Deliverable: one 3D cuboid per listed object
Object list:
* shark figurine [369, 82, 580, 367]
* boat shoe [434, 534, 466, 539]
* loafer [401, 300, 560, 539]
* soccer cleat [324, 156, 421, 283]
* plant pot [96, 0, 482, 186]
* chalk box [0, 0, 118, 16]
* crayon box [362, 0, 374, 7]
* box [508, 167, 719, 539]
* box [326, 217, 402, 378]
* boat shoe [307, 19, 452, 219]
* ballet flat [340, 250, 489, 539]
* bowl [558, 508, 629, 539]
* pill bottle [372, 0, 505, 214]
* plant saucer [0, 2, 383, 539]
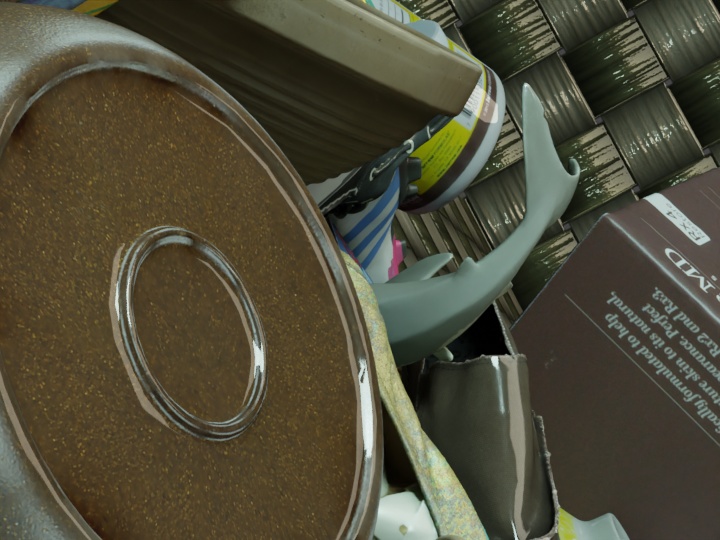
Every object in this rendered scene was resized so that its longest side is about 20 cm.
[{"bbox_3d":[0.010,0.005,0.845,0.089,0.214,0.129,32,51,-31],"label":"shark figurine"},{"bbox_3d":[0.026,0.160,0.668,0.069,0.074,0.200,38,19,1],"label":"boat shoe"},{"bbox_3d":[0.052,0.074,0.866,0.201,0.072,0.072,-105,-167,-53],"label":"loafer"},{"bbox_3d":[-0.015,-0.028,1.084,0.201,0.085,0.070,94,-19,-58],"label":"soccer cleat"},{"bbox_3d":[-0.052,-0.096,0.806,0.199,0.093,0.201,26,9,-4],"label":"plant pot"},{"bbox_3d":[-0.090,-0.164,0.523,0.125,0.199,0.124,64,8,21],"label":"chalk box"},{"bbox_3d":[-0.085,-0.193,0.979,0.201,0.118,0.058,62,8,2],"label":"crayon box"},{"bbox_3d":[0.186,0.064,1.033,0.166,0.165,0.200,45,28,14],"label":"box"},{"bbox_3d":[0.024,0.083,1.027,0.201,0.037,0.137,56,9,-39],"label":"box"},{"bbox_3d":[-0.005,-0.062,0.937,0.200,0.068,0.057,-47,126,-40],"label":"boat shoe"},{"bbox_3d":[0.000,0.086,0.782,0.071,0.070,0.202,18,49,-79],"label":"ballet flat"},{"bbox_3d":[0.099,0.184,0.907,0.201,0.107,0.200,60,7,-13],"label":"bowl"},{"bbox_3d":[-0.013,-0.126,1.115,0.199,0.109,0.110,32,21,-26],"label":"pill bottle"},{"bbox_3d":[-0.052,0.020,0.459,0.200,0.032,0.202,35,44,-42],"label":"plant saucer"}]
